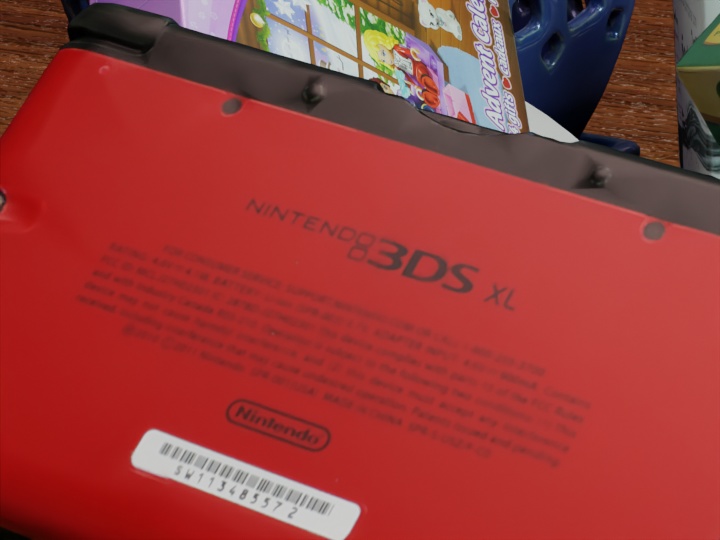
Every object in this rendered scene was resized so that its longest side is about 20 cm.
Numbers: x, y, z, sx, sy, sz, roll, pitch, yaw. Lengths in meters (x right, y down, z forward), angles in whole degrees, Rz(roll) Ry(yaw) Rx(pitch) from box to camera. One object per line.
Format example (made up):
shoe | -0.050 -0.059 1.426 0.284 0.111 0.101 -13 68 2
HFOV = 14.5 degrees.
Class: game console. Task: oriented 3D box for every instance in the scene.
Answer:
game console | 0.023 0.023 0.598 0.200 0.119 0.173 17 64 28

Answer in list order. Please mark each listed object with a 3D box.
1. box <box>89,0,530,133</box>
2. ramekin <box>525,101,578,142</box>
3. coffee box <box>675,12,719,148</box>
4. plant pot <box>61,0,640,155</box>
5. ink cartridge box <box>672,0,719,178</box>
box | -0.007 -0.026 0.753 0.137 0.200 0.039 24 -45 -38
ramekin | 0.000 0.000 0.962 0.200 0.098 0.201 17 28 -9
coffee box | 0.189 0.002 0.854 0.123 0.200 0.044 5 44 51
plant pot | -0.002 -0.103 1.200 0.200 0.180 0.200 -16 18 -39
ink cartridge box | 0.162 -0.046 1.046 0.083 0.201 0.147 -3 15 3
